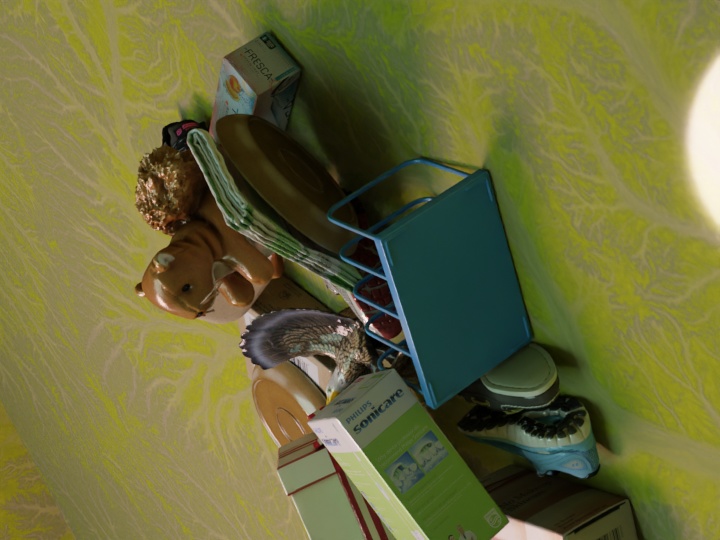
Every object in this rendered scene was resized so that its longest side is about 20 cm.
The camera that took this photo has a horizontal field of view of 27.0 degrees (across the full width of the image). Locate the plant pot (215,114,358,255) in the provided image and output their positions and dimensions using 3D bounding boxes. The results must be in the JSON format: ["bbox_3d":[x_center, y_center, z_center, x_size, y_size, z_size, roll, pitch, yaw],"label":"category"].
[{"bbox_3d":[-0.070,-0.098,1.583,0.200,0.027,0.200,41,-165,-13],"label":"plant pot"}]

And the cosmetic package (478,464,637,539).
[{"bbox_3d":[0.200,0.285,1.637,0.199,0.103,0.088,6,114,56],"label":"cosmetic package"}]

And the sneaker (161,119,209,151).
[{"bbox_3d":[-0.211,-0.143,1.877,0.199,0.076,0.085,24,136,60],"label":"sneaker"}]

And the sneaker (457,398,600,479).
[{"bbox_3d":[0.179,0.185,1.601,0.199,0.078,0.091,9,134,58],"label":"sneaker"}]

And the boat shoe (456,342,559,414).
[{"bbox_3d":[0.152,0.115,1.579,0.061,0.071,0.201,61,161,-21],"label":"boat shoe"}]

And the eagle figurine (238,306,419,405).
[{"bbox_3d":[-0.024,0.084,1.745,0.199,0.151,0.153,26,152,34],"label":"eagle figurine"}]

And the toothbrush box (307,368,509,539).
[{"bbox_3d":[0.047,0.210,1.577,0.201,0.086,0.146,51,165,-3],"label":"toothbrush box"}]

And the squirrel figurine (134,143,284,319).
[{"bbox_3d":[-0.184,-0.043,1.681,0.201,0.186,0.141,54,151,1],"label":"squirrel figurine"}]

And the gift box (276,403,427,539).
[{"bbox_3d":[0.012,0.243,1.769,0.189,0.198,0.185,65,174,-3],"label":"gift box"}]

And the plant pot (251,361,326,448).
[{"bbox_3d":[-0.081,0.200,1.948,0.200,0.027,0.201,39,149,29],"label":"plant pot"}]

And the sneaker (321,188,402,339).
[{"bbox_3d":[0.000,0.000,1.668,0.083,0.077,0.201,99,152,-46],"label":"sneaker"}]

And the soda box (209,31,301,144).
[{"bbox_3d":[-0.125,-0.179,1.715,0.064,0.068,0.201,48,153,14],"label":"soda box"}]

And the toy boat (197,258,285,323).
[{"bbox_3d":[-0.171,-0.039,1.869,0.200,0.129,0.132,-50,38,32],"label":"toy boat"}]

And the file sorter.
[{"bbox_3d":[0.066,0.006,1.524,0.122,0.138,0.202,24,140,51],"label":"file sorter"}]

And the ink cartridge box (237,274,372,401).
[{"bbox_3d":[-0.071,0.117,1.949,0.199,0.075,0.166,35,146,35],"label":"ink cartridge box"}]

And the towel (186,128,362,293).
[{"bbox_3d":[-0.085,-0.064,1.550,0.199,0.031,0.150,29,-156,-45],"label":"towel"}]
